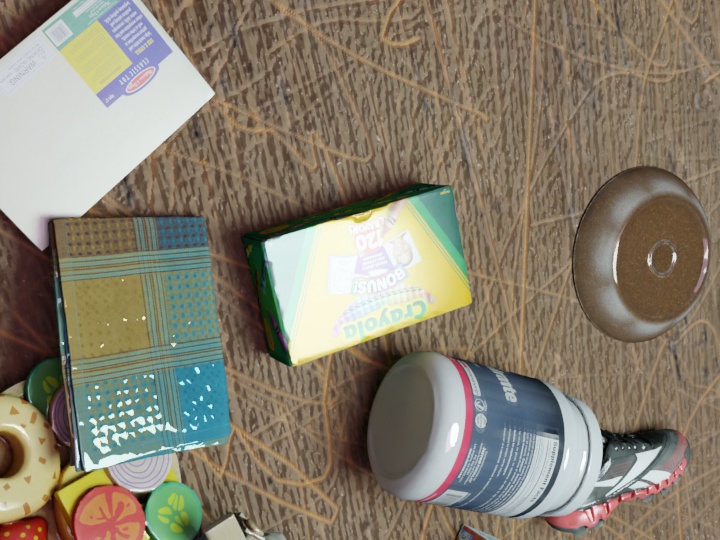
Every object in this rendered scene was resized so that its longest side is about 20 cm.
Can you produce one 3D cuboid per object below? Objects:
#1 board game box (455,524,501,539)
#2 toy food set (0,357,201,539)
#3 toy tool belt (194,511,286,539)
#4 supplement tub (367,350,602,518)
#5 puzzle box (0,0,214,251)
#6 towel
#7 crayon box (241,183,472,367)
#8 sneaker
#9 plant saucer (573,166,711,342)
[{"bbox_3d":[0.171,0.349,0.974,0.105,0.200,0.103,28,84,-27],"label":"board game box"},{"bbox_3d":[-0.228,0.170,0.790,0.198,0.049,0.201,-28,89,-43],"label":"toy food set"},{"bbox_3d":[-0.146,0.292,0.820,0.200,0.125,0.123,-46,135,-1],"label":"toy tool belt"},{"bbox_3d":[0.120,0.164,0.956,0.199,0.140,0.141,16,89,-28],"label":"supplement tub"},{"bbox_3d":[-0.232,-0.131,0.798,0.200,0.025,0.133,-45,114,-15],"label":"puzzle box"},{"bbox_3d":[-0.180,0.055,0.813,0.146,0.022,0.201,-3,82,-41],"label":"towel"},{"bbox_3d":[0.000,0.000,0.917,0.199,0.058,0.119,-18,105,-24],"label":"crayon box"},{"bbox_3d":[0.285,0.210,1.086,0.200,0.071,0.098,-20,108,-22],"label":"sneaker"},{"bbox_3d":[0.327,-0.015,1.098,0.200,0.037,0.201,-4,98,-27],"label":"plant saucer"}]
